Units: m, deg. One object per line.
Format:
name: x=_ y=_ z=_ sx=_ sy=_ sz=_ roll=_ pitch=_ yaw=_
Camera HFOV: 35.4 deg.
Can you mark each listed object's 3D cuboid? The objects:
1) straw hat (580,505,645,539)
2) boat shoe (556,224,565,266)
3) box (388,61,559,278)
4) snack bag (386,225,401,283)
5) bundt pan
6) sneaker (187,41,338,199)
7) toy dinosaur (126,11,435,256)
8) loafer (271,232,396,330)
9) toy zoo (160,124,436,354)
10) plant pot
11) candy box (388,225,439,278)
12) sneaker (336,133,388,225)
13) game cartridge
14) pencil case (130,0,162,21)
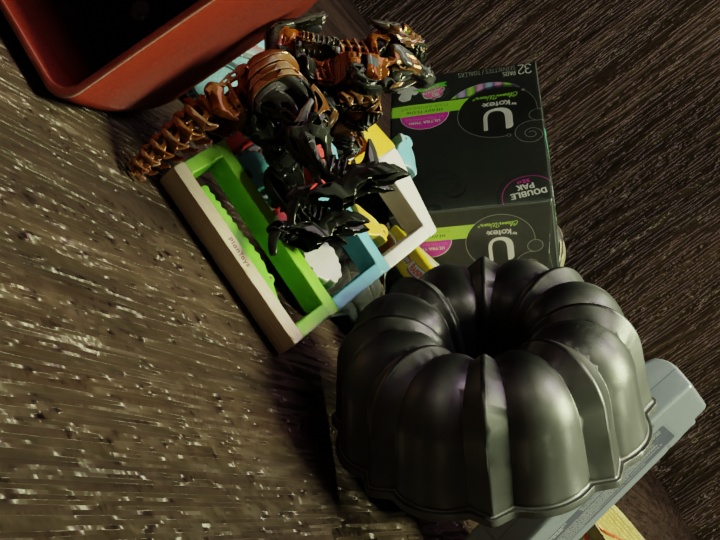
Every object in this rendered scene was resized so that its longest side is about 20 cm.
straw hat: x=0.202 y=0.264 z=0.943 sx=0.201 sy=0.085 sz=0.201 roll=48 pitch=9 yaw=-10
boat shoe: x=0.146 y=0.035 z=1.094 sx=0.073 sy=0.203 sz=0.073 roll=14 pitch=-19 yaw=13
box: x=0.105 y=-0.079 z=1.054 sx=0.202 sy=0.146 sz=0.125 roll=-86 pitch=167 yaw=-44
snack bag: x=0.015 y=-0.009 z=1.104 sx=0.188 sy=0.021 sz=0.202 roll=37 pitch=22 yaw=-57
bundt pan: x=0.075 y=0.056 z=0.673 sx=0.203 sy=0.198 sz=0.077 roll=-103 pitch=-176 yaw=-63
sneaker: x=-0.065 y=-0.105 z=0.883 sx=0.200 sy=0.079 sz=0.096 roll=45 pitch=17 yaw=-44
toy dinosaur: x=-0.040 y=-0.088 z=0.690 sx=0.102 sy=0.197 sz=0.137 roll=76 pitch=-11 yaw=-78
loafer: x=0.000 y=0.000 z=0.870 sx=0.073 sy=0.072 sz=0.200 roll=56 pitch=10 yaw=10
toy zoo: x=-0.025 y=-0.048 z=0.752 sx=0.132 sy=0.020 sz=0.200 roll=55 pitch=45 yaw=-3
plant pot: x=-0.123 y=-0.214 z=0.692 sx=0.201 sy=0.198 sz=0.176 roll=57 pitch=0 yaw=8
candy box: x=0.101 y=0.045 z=0.961 sx=0.199 sy=0.026 sz=0.102 roll=40 pitch=7 yaw=-33
sneaker: x=-0.008 y=-0.096 z=1.034 sx=0.199 sy=0.075 sz=0.092 roll=21 pitch=45 yaw=-62
game cartridge: x=0.148 y=0.143 z=0.760 sx=0.041 sy=0.200 sz=0.133 roll=46 pitch=6 yaw=22
pencil case: x=-0.129 y=-0.213 z=0.881 sx=0.200 sy=0.089 sz=0.085 roll=-5 pitch=86 yaw=-80
